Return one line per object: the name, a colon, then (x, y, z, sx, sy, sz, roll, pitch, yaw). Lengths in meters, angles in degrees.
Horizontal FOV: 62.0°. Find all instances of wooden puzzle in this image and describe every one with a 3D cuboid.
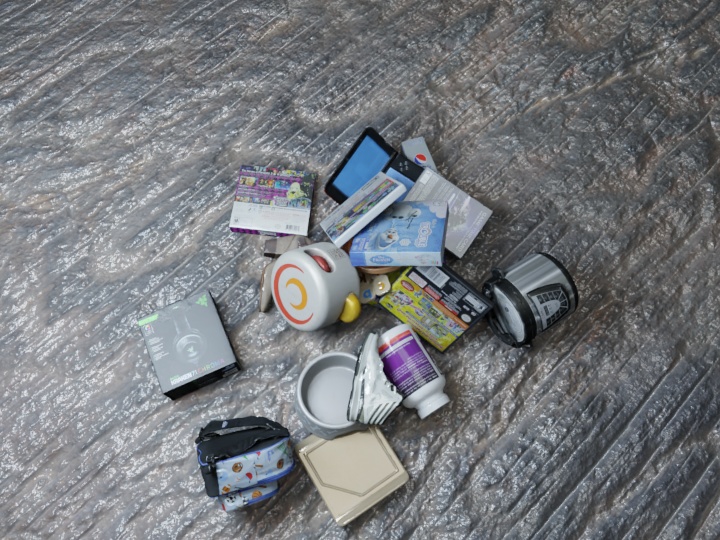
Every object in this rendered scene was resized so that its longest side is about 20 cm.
wooden puzzle: (-0.020, 0.423, 1.316, 0.184, 0.037, 0.200, -30, 68, -14)

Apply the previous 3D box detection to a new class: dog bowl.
dog bowl: (-0.053, 0.273, 1.340, 0.199, 0.059, 0.201, -1, 61, 1)

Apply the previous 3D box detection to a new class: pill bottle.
pill bottle: (0.115, 0.228, 1.353, 0.112, 0.113, 0.201, -28, 73, -13)

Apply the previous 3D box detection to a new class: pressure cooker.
pressure cooker: (0.379, 0.074, 1.395, 0.199, 0.179, 0.176, -28, 59, -13)

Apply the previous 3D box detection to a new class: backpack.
backpack: (-0.231, 0.393, 1.239, 0.190, 0.200, 0.155, -18, 101, -17)

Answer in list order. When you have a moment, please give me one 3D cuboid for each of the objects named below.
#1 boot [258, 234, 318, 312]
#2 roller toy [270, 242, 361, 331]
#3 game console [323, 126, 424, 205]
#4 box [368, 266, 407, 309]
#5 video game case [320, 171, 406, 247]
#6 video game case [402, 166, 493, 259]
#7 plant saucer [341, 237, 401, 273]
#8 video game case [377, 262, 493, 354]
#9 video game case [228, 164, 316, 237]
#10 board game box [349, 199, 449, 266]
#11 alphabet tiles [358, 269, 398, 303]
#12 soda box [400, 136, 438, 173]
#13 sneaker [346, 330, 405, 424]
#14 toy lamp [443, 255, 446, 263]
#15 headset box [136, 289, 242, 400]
boot: (-0.166, 0.008, 1.453, 0.145, 0.070, 0.201, 7, 80, -12)
roller toy: (-0.095, 0.033, 1.343, 0.139, 0.199, 0.184, -19, 99, -44)
game console: (0.042, -0.219, 1.487, 0.172, 0.119, 0.200, 36, 90, 23)
box: (0.074, 0.039, 1.460, 0.199, 0.048, 0.118, 20, 70, 3)
video game case: (0.002, -0.145, 1.389, 0.200, 0.182, 0.023, -40, 112, 1)
video game case: (0.204, -0.142, 1.470, 0.200, 0.019, 0.143, 35, 88, 5)
plant saucer: (0.047, -0.071, 1.416, 0.199, 0.032, 0.201, -7, 51, 9)
video game case: (0.168, 0.074, 1.370, 0.200, 0.181, 0.026, 38, 30, -5)
video game case: (-0.221, -0.175, 1.532, 0.199, 0.036, 0.182, 6, 69, -1)
board game box: (0.092, -0.086, 1.343, 0.198, 0.044, 0.200, 0, 39, 13)
alphabet tiles: (0.000, 0.000, 1.435, 0.199, 0.015, 0.196, -28, 48, 11)
soda box: (0.165, -0.243, 1.560, 0.063, 0.068, 0.201, -17, 70, -7)
sneaker: (0.043, 0.236, 1.294, 0.115, 0.076, 0.202, 12, 69, -1)
toy lamp: (0.163, -0.079, 1.504, 0.058, 0.058, 0.201, -20, 71, -10)
headset box: (-0.389, 0.162, 1.364, 0.173, 0.093, 0.201, -22, 71, -11)
